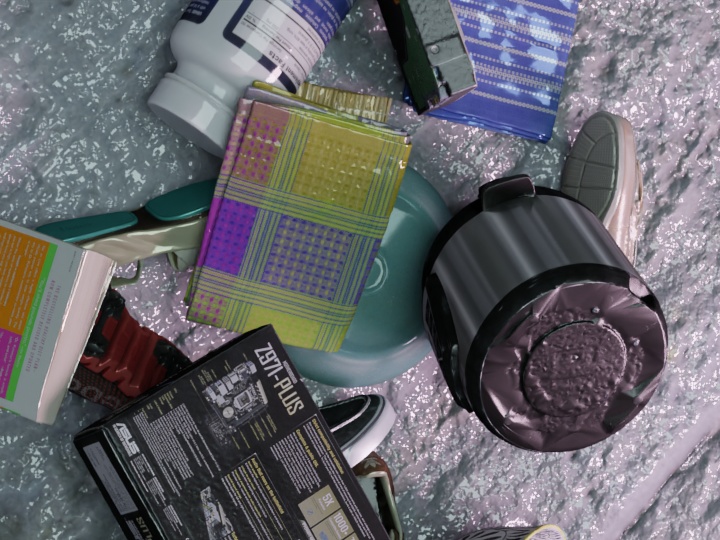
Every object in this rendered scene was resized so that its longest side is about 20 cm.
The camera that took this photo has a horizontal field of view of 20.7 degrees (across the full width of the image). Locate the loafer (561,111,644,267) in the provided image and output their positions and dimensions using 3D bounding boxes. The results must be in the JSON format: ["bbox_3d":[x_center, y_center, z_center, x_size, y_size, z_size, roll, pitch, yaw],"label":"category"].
[{"bbox_3d":[0.215,-0.037,1.723,0.062,0.072,0.202,1,99,-37],"label":"loafer"}]

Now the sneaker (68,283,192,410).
[{"bbox_3d":[-0.201,0.075,1.581,0.201,0.097,0.071,49,52,-38],"label":"sneaker"}]

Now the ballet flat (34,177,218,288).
[{"bbox_3d":[-0.171,-0.024,1.594,0.198,0.069,0.070,-14,97,-14],"label":"ballet flat"}]

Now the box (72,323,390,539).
[{"bbox_3d":[-0.098,0.170,1.515,0.163,0.086,0.201,-31,93,-26],"label":"box"}]

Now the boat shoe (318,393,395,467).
[{"bbox_3d":[-0.066,0.143,1.628,0.198,0.074,0.069,-27,112,-9],"label":"boat shoe"}]

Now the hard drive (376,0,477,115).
[{"bbox_3d":[0.038,-0.231,1.594,0.037,0.140,0.202,-19,90,-6],"label":"hard drive"}]

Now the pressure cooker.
[{"bbox_3d":[0.143,0.031,1.614,0.177,0.201,0.177,24,112,-28],"label":"pressure cooker"}]

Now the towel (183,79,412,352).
[{"bbox_3d":[-0.051,-0.039,1.564,0.142,0.023,0.202,14,108,-12],"label":"towel"}]

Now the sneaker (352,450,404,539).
[{"bbox_3d":[0.004,0.249,1.656,0.070,0.075,0.202,-10,96,-18],"label":"sneaker"}]

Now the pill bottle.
[{"bbox_3d":[-0.084,-0.194,1.584,0.111,0.111,0.201,36,82,-17],"label":"pill bottle"}]

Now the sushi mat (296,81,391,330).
[{"bbox_3d":[-0.038,-0.054,1.622,0.095,0.012,0.202,12,83,-9],"label":"sushi mat"}]

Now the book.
[{"bbox_3d":[-0.297,0.023,1.496,0.198,0.048,0.135,19,87,25],"label":"book"}]

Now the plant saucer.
[{"bbox_3d":[0.000,0.000,1.662,0.198,0.036,0.203,-1,93,-18],"label":"plant saucer"}]

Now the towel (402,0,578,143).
[{"bbox_3d":[0.121,-0.220,1.698,0.143,0.024,0.202,12,89,-20],"label":"towel"}]

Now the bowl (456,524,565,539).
[{"bbox_3d":[0.089,0.293,1.660,0.093,0.200,0.203,18,86,25],"label":"bowl"}]
